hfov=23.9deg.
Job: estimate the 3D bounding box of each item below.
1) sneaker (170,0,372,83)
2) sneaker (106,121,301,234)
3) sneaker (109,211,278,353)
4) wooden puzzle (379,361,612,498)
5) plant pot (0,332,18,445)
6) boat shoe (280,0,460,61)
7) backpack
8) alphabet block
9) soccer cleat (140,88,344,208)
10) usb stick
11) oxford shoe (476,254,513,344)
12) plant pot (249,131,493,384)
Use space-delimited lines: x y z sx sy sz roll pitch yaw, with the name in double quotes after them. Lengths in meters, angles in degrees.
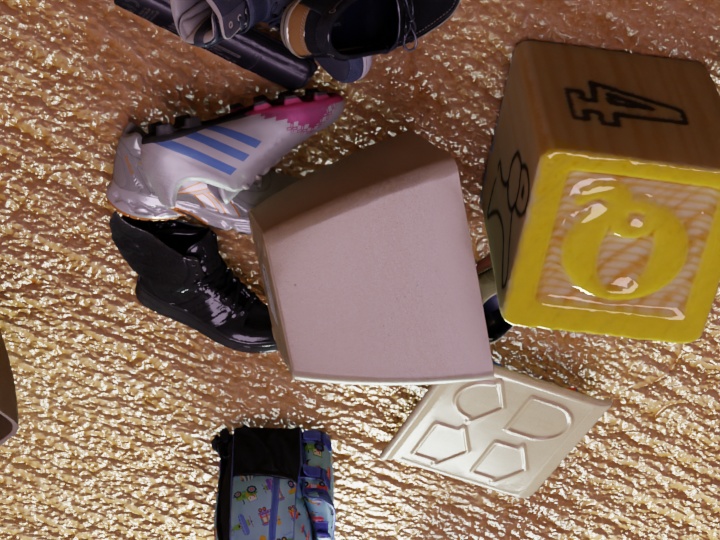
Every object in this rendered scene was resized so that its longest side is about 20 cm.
-0.081 -0.215 1.483 0.076 0.147 0.203 -2 131 47 "sneaker"
-0.141 -0.094 1.620 0.198 0.076 0.093 4 119 -9 "sneaker"
-0.156 0.005 1.682 0.198 0.060 0.105 21 130 5 "sneaker"
0.142 0.161 1.821 0.198 0.047 0.186 15 136 -19 "wooden puzzle"
-0.462 0.093 1.673 0.199 0.178 0.200 -36 120 22 "plant pot"
0.022 -0.223 1.483 0.199 0.062 0.075 -20 118 -38 "boat shoe"
-0.092 0.287 1.818 0.133 0.201 0.184 -2 126 -1 "backpack"
0.228 -0.074 1.570 0.194 0.201 0.197 5 126 -6 "alphabet block"
-0.106 -0.112 1.576 0.198 0.070 0.087 -15 103 -15 "soccer cleat"
-0.133 -0.217 1.545 0.199 0.033 0.055 24 166 -19 "usb stick"
0.102 0.050 1.732 0.199 0.074 0.071 -37 120 22 "oxford shoe"
0.000 0.000 1.556 0.175 0.200 0.202 -13 104 -6 "plant pot"
